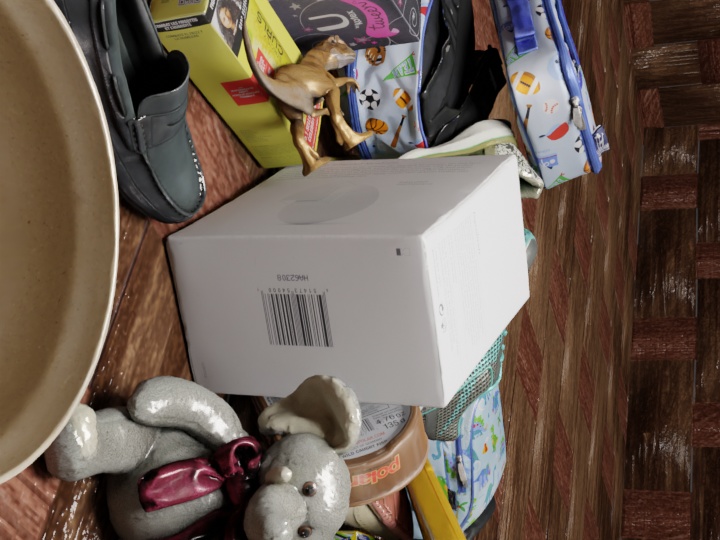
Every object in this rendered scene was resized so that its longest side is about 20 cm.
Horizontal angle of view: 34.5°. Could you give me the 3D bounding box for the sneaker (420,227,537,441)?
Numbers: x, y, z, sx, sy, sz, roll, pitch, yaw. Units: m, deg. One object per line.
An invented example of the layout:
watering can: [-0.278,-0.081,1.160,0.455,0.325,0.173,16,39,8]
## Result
sneaker: [0.092,0.057,0.979,0.091,0.077,0.201,36,90,-32]

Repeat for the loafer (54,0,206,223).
loafer: [-0.134,-0.106,0.703,0.202,0.069,0.069,68,29,-43]

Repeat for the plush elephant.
plush elephant: [-0.076,0.143,0.716,0.200,0.152,0.168,-20,107,-68]

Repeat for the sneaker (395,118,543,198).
sneaker: [0.083,-0.062,1.001,0.198,0.089,0.078,-31,148,-27]

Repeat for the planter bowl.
planter bowl: [-0.199,-0.021,0.430,0.200,0.132,0.204,-2,90,-70]

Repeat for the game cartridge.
game cartridge: [0.078,0.256,1.006,0.200,0.032,0.179,-111,-176,-69]

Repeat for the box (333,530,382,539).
box: [-0.001,0.275,1.030,0.200,0.069,0.066,44,45,-62]

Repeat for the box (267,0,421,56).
box: [-0.039,-0.259,0.886,0.200,0.130,0.117,37,53,-64]

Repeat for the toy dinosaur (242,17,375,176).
toy dinosaur: [-0.046,-0.128,0.849,0.107,0.060,0.200,60,20,-6]

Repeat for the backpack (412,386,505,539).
backpack: [0.087,0.177,1.210,0.163,0.152,0.203,-31,105,-59]

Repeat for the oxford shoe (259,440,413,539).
oxford shoe: [-0.018,0.176,0.966,0.200,0.073,0.072,49,25,-42]

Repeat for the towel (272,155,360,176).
towel: [-0.034,-0.060,1.053,0.200,0.018,0.088,-16,99,-69]

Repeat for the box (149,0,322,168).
box: [-0.087,-0.157,0.864,0.200,0.049,0.077,54,39,-57]

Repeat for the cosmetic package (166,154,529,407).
cosmetic package: [0.000,0.000,0.852,0.200,0.196,0.125,-41,127,-57]

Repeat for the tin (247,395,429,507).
tin: [-0.020,0.101,0.857,0.200,0.110,0.043,-130,-151,-60]

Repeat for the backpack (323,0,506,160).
backpack: [0.040,-0.192,1.065,0.201,0.151,0.193,63,30,-50]

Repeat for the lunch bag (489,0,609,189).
lunch bag: [0.170,-0.185,1.077,0.202,0.074,0.161,-95,165,-45]
